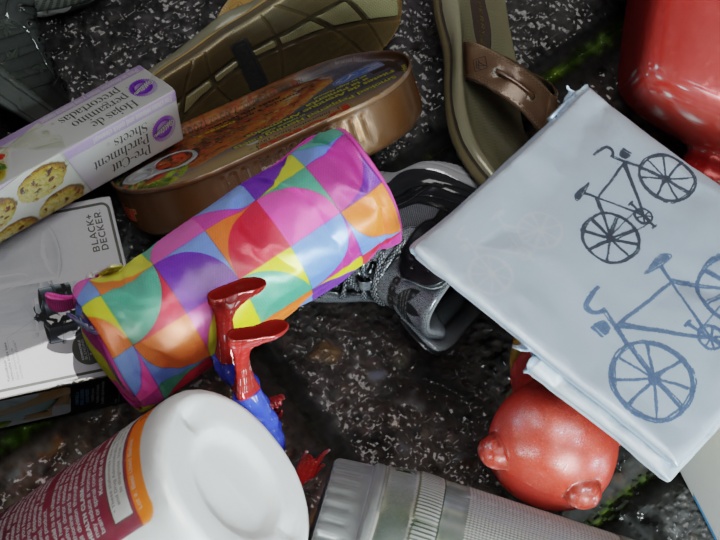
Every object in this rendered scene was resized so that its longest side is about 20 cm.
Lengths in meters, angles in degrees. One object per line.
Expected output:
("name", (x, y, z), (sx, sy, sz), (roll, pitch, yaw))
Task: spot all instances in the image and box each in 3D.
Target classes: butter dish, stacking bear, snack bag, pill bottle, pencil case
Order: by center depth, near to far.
("pill bottle", (-0.134, 0.157, 1.091), (0.114, 0.200, 0.114), (37, 35, -31))
("snack bag", (0.148, 0.001, 1.154), (0.200, 0.021, 0.189), (38, 56, 13))
("pencil case", (-0.074, -0.003, 1.156), (0.200, 0.088, 0.088), (-31, 75, -10))
("stacking bear", (0.134, 0.058, 1.192), (0.121, 0.114, 0.200), (28, 50, 4))
("butter dish", (0.240, -0.120, 1.291), (0.199, 0.200, 0.148), (18, 90, -1))

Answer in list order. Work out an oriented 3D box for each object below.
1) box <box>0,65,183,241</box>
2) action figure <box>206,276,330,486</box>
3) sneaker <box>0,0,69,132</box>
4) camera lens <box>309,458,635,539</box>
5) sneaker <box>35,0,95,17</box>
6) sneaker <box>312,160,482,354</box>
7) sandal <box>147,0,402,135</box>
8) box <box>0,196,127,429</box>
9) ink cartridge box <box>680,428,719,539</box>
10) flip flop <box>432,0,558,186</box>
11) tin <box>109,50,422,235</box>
("box", (-0.196, -0.056, 1.199), (0.200, 0.042, 0.039), (-32, 48, -28))
("action figure", (-0.053, 0.100, 1.145), (0.052, 0.200, 0.065), (-15, 39, -19))
("sneaker", (-0.216, -0.153, 1.236), (0.200, 0.060, 0.104), (34, 77, -30))
("camera lens", (0.058, 0.203, 1.125), (0.199, 0.160, 0.160), (18, 67, -1))
("sneaker", (-0.254, -0.206, 1.277), (0.199, 0.090, 0.067), (12, 84, -9))
("sneaker", (0.000, 0.000, 1.227), (0.200, 0.076, 0.114), (-15, 42, -17))
("sandal", (-0.067, -0.147, 1.307), (0.200, 0.080, 0.054), (-29, 42, -11))
("box", (-0.234, 0.035, 1.208), (0.199, 0.060, 0.117), (-12, 70, -13))
("ink cartridge box", (0.305, 0.089, 1.225), (0.200, 0.125, 0.129), (-20, 73, -17))
("flip flop", (0.096, -0.119, 1.304), (0.081, 0.057, 0.200), (23, 51, -47))
("tin", (-0.055, -0.079, 1.244), (0.200, 0.112, 0.042), (-25, 109, -12))
